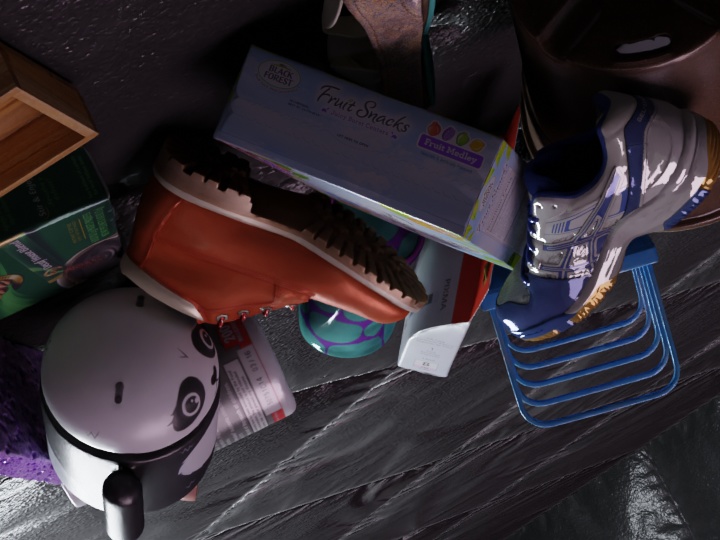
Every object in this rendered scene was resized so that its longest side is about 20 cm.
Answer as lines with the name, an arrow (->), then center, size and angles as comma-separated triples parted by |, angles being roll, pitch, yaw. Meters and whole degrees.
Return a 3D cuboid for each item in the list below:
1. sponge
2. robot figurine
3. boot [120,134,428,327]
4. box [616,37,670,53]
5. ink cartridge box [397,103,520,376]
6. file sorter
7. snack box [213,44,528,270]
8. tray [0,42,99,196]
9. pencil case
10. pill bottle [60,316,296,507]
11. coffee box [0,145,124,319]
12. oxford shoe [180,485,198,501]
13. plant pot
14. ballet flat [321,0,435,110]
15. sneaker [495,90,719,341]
sponge -> -0.258, 0.097, 1.214 | 0.030, 0.112, 0.200 | -31, 163, 6
robot figurine -> -0.157, 0.094, 1.166 | 0.125, 0.150, 0.200 | -31, 158, -22
boot -> -0.058, 0.000, 1.103 | 0.107, 0.200, 0.075 | -61, -170, 21
box -> 0.315, -0.175, 1.311 | 0.152, 0.106, 0.200 | -7, 153, -50
ink cartridge box -> 0.074, -0.026, 1.296 | 0.057, 0.163, 0.200 | 11, 158, 2
file sorter -> 0.173, 0.029, 1.374 | 0.138, 0.123, 0.200 | -16, -165, 5
snack box -> 0.023, -0.065, 1.054 | 0.068, 0.168, 0.200 | -68, 164, 1
tray -> -0.253, -0.049, 0.922 | 0.200, 0.037, 0.099 | -32, 163, 10
pencil case -> 0.000, 0.000, 1.377 | 0.092, 0.085, 0.200 | -19, 161, -15
pill bottle -> -0.165, 0.109, 1.392 | 0.200, 0.114, 0.114 | -26, 163, -6
coffee box -> -0.250, 0.000, 1.056 | 0.200, 0.044, 0.123 | -24, 163, -12
oxford shoe -> -0.161, 0.088, 1.287 | 0.074, 0.200, 0.071 | -1, -162, -5
plant pot -> 0.180, -0.150, 1.053 | 0.200, 0.201, 0.198 | -29, 156, 6
ballet flat -> 0.011, -0.147, 1.014 | 0.067, 0.068, 0.200 | -7, 161, 1
sneaker -> 0.126, -0.037, 1.011 | 0.088, 0.075, 0.200 | 22, 132, -19
